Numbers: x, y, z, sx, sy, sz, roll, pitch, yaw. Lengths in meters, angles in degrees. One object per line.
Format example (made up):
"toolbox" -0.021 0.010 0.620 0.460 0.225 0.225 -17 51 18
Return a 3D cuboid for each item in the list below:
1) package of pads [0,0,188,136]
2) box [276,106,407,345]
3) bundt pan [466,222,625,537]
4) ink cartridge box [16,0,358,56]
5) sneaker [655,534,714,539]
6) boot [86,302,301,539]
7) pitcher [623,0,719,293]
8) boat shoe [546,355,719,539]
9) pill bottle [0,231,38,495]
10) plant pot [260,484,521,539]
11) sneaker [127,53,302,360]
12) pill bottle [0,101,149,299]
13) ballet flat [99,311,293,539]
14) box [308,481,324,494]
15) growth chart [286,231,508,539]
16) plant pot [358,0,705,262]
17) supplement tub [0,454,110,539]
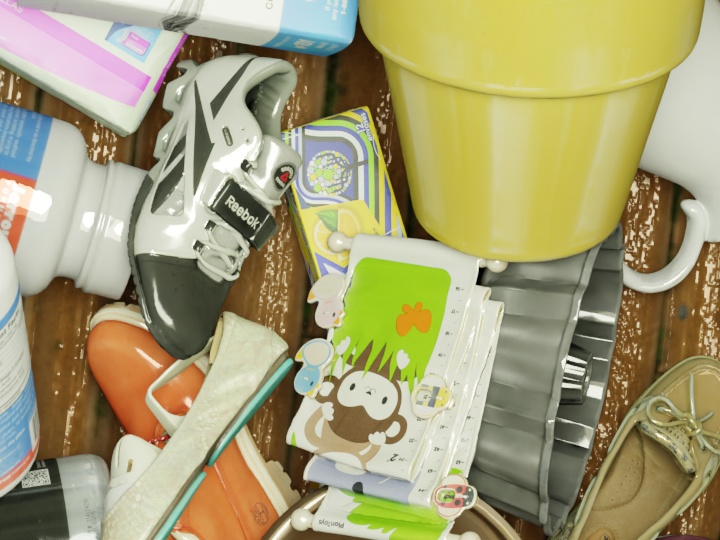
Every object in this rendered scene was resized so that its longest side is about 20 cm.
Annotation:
"package of pads" -0.192 -0.200 1.234 0.199 0.068 0.155 30 85 -11
"box" 0.000 0.000 1.277 0.064 0.070 0.202 -18 94 -7
"bundt pan" 0.108 0.061 1.248 0.075 0.202 0.204 11 89 15
"ink cartridge box" -0.097 -0.217 1.176 0.198 0.086 0.148 8 91 -13
"sneaker" 0.263 0.224 1.326 0.198 0.090 0.076 9 89 -12
"boot" -0.119 0.118 1.231 0.201 0.075 0.107 56 44 -7
"pitcher" 0.189 -0.096 1.300 0.172 0.121 0.200 -45 111 4
"boat shoe" 0.193 0.137 1.309 0.073 0.063 0.201 34 71 5
"pill bottle" -0.246 0.032 1.119 0.111 0.113 0.201 -11 130 -11
"plant pot" 0.012 0.223 1.234 0.199 0.093 0.203 0 90 -12
"sneaker" -0.081 -0.045 1.190 0.074 0.088 0.202 38 52 -51
"pill bottle" -0.231 -0.049 1.206 0.198 0.112 0.113 15 88 -12
"ballet flat" -0.113 0.105 1.178 0.062 0.068 0.200 35 55 1
"box" 0.016 0.216 1.302 0.118 0.041 0.202 9 87 -12
"growth chart" 0.019 0.069 1.176 0.144 0.018 0.202 -2 67 28
"plant pot" 0.096 -0.117 1.158 0.199 0.201 0.190 -6 122 -12
"supplement tub" -0.245 0.184 1.203 0.198 0.122 0.124 -7 92 -12
